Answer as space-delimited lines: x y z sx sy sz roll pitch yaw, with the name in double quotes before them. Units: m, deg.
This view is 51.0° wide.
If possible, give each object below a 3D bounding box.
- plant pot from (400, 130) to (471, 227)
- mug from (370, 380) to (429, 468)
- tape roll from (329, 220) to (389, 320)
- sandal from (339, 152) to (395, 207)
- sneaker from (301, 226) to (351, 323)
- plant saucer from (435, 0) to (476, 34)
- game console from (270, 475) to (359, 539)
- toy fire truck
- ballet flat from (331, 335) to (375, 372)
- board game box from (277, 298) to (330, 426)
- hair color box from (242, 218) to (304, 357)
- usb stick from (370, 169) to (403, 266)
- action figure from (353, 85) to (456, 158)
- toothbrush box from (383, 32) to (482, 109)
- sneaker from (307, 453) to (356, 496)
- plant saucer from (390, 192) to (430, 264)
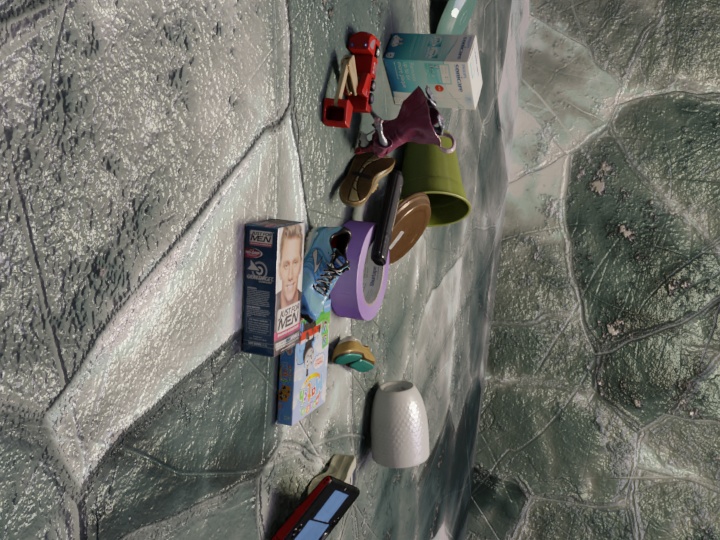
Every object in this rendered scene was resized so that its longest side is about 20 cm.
"plant pot" 0.169 -0.234 1.837 0.200 0.195 0.195 49 38 -64
"mug" 0.090 0.365 1.877 0.200 0.144 0.180 -132 -142 -77
"tape roll" 0.000 0.000 1.578 0.199 0.064 0.206 8 90 -70
"sandal" 0.008 -0.180 1.534 0.201 0.079 0.055 -59 165 -45
"sneaker" -0.066 -0.003 1.327 0.078 0.089 0.204 42 48 -37
"plant saucer" 0.261 -0.677 2.003 0.202 0.035 0.201 -57 168 -18
"game console" -0.084 0.477 1.441 0.177 0.031 0.200 -47 153 -5
"toy fire truck" -0.015 -0.363 1.433 0.141 0.048 0.205 12 86 -71
"ballet flat" -0.021 0.173 1.609 0.200 0.067 0.064 47 25 -68
"board game box" -0.103 0.163 1.388 0.151 0.036 0.205 -20 116 -68
"hair color box" -0.138 0.025 1.207 0.100 0.059 0.205 -24 118 -68
"usb stick" 0.056 -0.109 1.559 0.056 0.032 0.205 53 46 -64
"action figure" 0.075 -0.280 1.528 0.149 0.197 0.135 48 26 -29
"toothbrush box" 0.165 -0.446 1.691 0.147 0.195 0.087 67 36 -55
"sneaker" -0.053 0.461 1.573 0.200 0.073 0.087 -28 119 -67
"plant saucer" 0.094 -0.088 1.721 0.199 0.029 0.202 -40 156 -21
